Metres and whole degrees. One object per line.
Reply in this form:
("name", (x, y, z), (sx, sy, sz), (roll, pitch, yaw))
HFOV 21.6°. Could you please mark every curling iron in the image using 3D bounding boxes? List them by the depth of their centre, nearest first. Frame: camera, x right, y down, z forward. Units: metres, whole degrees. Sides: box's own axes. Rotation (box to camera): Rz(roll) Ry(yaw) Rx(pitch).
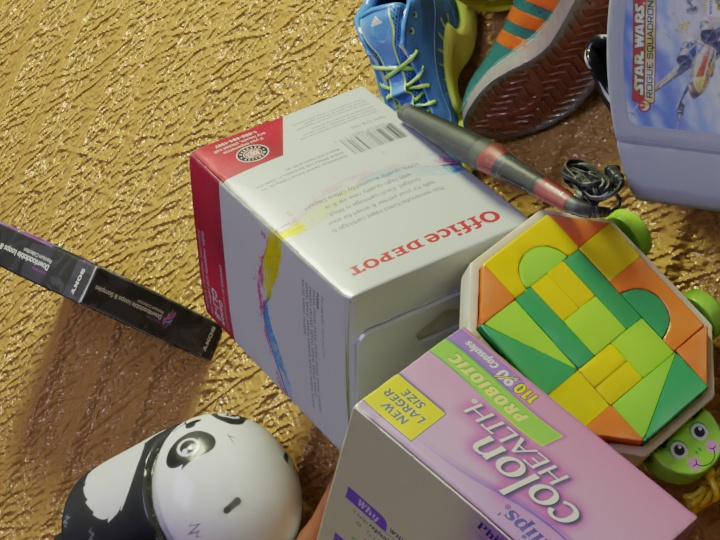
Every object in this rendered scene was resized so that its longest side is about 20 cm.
("curling iron", (0.091, -0.071, 1.204), (0.200, 0.049, 0.026), (25, 121, 44))

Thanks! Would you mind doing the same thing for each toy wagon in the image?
("toy wagon", (0.153, 0.056, 1.140), (0.155, 0.040, 0.200), (-36, 76, -25))

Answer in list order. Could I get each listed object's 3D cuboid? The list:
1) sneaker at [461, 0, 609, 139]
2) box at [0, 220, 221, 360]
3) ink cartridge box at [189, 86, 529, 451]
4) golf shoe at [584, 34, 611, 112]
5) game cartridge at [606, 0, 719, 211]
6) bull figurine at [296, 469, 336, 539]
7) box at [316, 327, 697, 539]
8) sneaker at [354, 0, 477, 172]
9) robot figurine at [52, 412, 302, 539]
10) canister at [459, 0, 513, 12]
("sneaker", (0.134, -0.169, 1.287), (0.200, 0.071, 0.080), (-47, 36, 43))
("box", (-0.220, 0.007, 1.483), (0.200, 0.143, 0.036), (24, 87, 43))
("ink cartridge box", (0.000, 0.000, 1.260), (0.200, 0.145, 0.145), (43, 145, 43))
("golf shoe", (0.216, -0.091, 1.185), (0.200, 0.094, 0.078), (33, 93, 42))
("game cartridge", (0.212, -0.130, 1.115), (0.133, 0.042, 0.201), (7, 113, 24))
("bull figurine", (0.006, 0.184, 1.269), (0.121, 0.065, 0.201), (25, 95, 37))
("box", (0.072, 0.169, 1.093), (0.176, 0.097, 0.200), (39, 141, 22))
("sneaker", (0.029, -0.131, 1.352), (0.076, 0.105, 0.201), (-15, 62, 36))
("robot figurine", (-0.132, 0.176, 1.339), (0.200, 0.125, 0.151), (-29, 51, 39))
("canister", (0.073, -0.307, 1.362), (0.086, 0.148, 0.201), (-25, 55, 31))
